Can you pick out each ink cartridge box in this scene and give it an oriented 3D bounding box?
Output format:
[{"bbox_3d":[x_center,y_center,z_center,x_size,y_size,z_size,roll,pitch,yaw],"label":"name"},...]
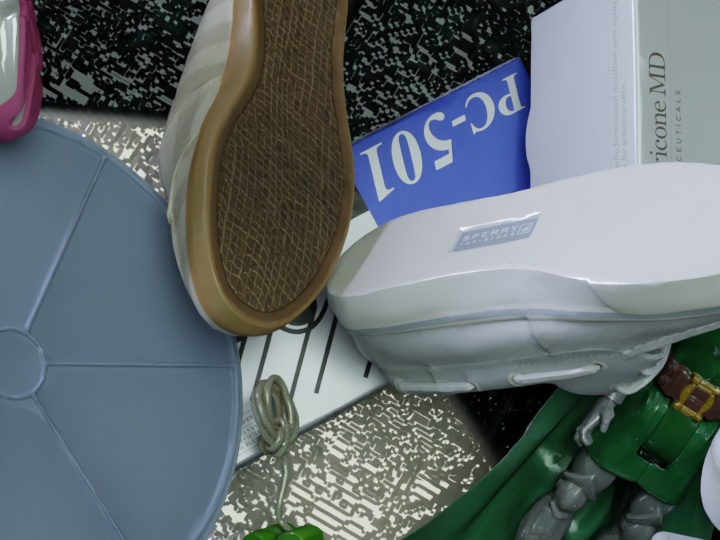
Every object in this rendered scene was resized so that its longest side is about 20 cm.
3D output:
[{"bbox_3d":[0.000,0.000,0.880,0.199,0.044,0.095,-28,85,-15],"label":"ink cartridge box"}]

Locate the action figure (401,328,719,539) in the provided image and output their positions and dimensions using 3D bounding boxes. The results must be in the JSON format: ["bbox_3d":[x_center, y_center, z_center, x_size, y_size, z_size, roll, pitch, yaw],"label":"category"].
[{"bbox_3d":[0.115,0.061,0.829,0.117,0.055,0.201,26,111,-13],"label":"action figure"}]

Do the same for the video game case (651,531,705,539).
[{"bbox_3d":[0.176,0.187,0.810,0.198,0.183,0.024,13,37,-6],"label":"video game case"}]

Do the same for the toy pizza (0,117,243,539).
[{"bbox_3d":[-0.133,0.037,0.784,0.199,0.032,0.202,13,66,-31],"label":"toy pizza"}]

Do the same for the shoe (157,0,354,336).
[{"bbox_3d":[-0.041,-0.051,0.845,0.070,0.053,0.201,28,47,-25],"label":"shoe"}]

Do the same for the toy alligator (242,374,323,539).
[{"bbox_3d":[-0.032,0.143,0.833,0.054,0.059,0.202,-14,89,31],"label":"toy alligator"}]

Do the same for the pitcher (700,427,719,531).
[{"bbox_3d":[0.210,0.012,0.768,0.171,0.121,0.201,0,118,-42],"label":"pitcher"}]

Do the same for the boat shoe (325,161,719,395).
[{"bbox_3d":[0.077,0.014,0.782,0.069,0.199,0.072,59,38,-27],"label":"boat shoe"}]

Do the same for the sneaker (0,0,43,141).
[{"bbox_3d":[-0.175,-0.132,0.791,0.087,0.074,0.201,-18,75,-9],"label":"sneaker"}]

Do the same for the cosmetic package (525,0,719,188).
[{"bbox_3d":[0.172,-0.050,0.877,0.198,0.085,0.109,6,76,-26],"label":"cosmetic package"}]
